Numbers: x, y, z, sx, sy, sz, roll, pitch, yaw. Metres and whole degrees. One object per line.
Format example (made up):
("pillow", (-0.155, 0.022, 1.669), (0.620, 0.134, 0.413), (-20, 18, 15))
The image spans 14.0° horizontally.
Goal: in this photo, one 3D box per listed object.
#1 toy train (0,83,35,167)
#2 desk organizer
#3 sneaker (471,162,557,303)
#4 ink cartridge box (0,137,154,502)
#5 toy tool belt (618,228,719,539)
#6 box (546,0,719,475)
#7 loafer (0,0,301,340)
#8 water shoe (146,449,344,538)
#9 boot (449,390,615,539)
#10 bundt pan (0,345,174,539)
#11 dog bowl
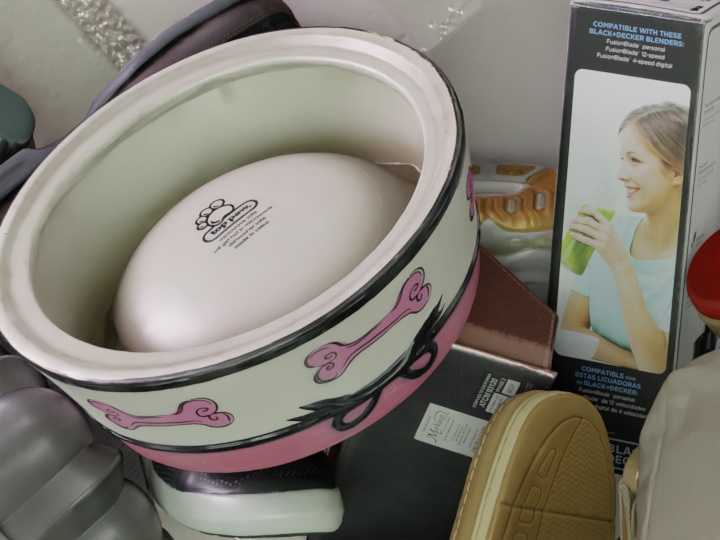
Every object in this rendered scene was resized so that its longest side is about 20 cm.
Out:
("toy train", (-0.229, -0.024, 1.277), (0.114, 0.085, 0.200), (30, 107, -11))
("desk organizer", (0.029, 0.065, 1.254), (0.072, 0.077, 0.200), (16, 140, -3))
("sneaker", (0.000, 0.000, 1.290), (0.200, 0.076, 0.088), (6, 118, 13))
("ink cartridge box", (-0.213, 0.044, 1.354), (0.199, 0.041, 0.200), (-11, 104, 11))
("toy tool belt", (0.171, 0.090, 1.152), (0.125, 0.200, 0.123), (-21, 132, 32))
("box", (0.127, -0.025, 1.237), (0.060, 0.117, 0.200), (11, 110, 21))
("loafer", (-0.095, -0.043, 1.255), (0.200, 0.072, 0.063), (-39, 70, -16))
("water shoe", (-0.060, 0.056, 1.254), (0.071, 0.200, 0.079), (-1, 104, -20))
("boot", (0.024, 0.131, 1.202), (0.073, 0.155, 0.200), (0, 104, -37))
("bundt pan", (-0.150, 0.103, 1.253), (0.076, 0.202, 0.202), (-41, 99, -22))
("dog bowl", (-0.042, -0.004, 1.152), (0.200, 0.200, 0.074), (-17, 129, 13))
